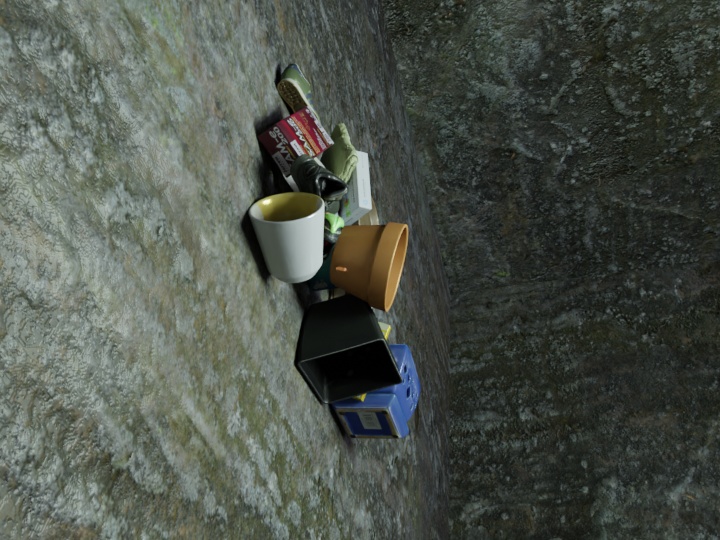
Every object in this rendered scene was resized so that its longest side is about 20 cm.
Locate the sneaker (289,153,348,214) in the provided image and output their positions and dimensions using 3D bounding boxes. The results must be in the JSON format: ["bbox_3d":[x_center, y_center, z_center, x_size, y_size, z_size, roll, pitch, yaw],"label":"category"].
[{"bbox_3d":[-0.073,-0.157,1.496,0.114,0.076,0.200,40,-12,29],"label":"sneaker"}]

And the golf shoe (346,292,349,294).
[{"bbox_3d":[0.000,0.000,1.718,0.097,0.078,0.200,-66,148,-76],"label":"golf shoe"}]

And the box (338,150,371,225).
[{"bbox_3d":[-0.043,-0.189,1.784,0.041,0.200,0.156,9,67,-31],"label":"box"}]

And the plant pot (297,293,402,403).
[{"bbox_3d":[-0.030,0.168,1.638,0.200,0.200,0.178,66,11,-49],"label":"plant pot"}]

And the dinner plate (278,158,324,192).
[{"bbox_3d":[-0.117,-0.224,1.624,0.200,0.024,0.200,38,32,-29],"label":"dinner plate"}]

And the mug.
[{"bbox_3d":[-0.131,-0.069,1.428,0.187,0.149,0.153,-45,137,-49],"label":"mug"}]

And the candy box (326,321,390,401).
[{"bbox_3d":[-0.006,0.214,1.729,0.026,0.102,0.200,60,49,-62],"label":"candy box"}]

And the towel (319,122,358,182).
[{"bbox_3d":[-0.065,-0.255,1.756,0.200,0.036,0.149,-62,-145,40],"label":"towel"}]

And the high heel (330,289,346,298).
[{"bbox_3d":[-0.057,0.054,1.814,0.200,0.071,0.143,-21,103,-85],"label":"high heel"}]

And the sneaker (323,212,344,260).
[{"bbox_3d":[-0.104,-0.058,1.546,0.200,0.077,0.084,-45,-154,57],"label":"sneaker"}]

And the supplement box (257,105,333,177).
[{"bbox_3d":[-0.141,-0.291,1.563,0.109,0.061,0.200,54,27,-11],"label":"supplement box"}]

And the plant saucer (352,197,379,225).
[{"bbox_3d":[0.015,-0.129,1.967,0.200,0.029,0.201,-7,90,-73],"label":"plant saucer"}]

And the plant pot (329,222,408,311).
[{"bbox_3d":[0.016,-0.019,1.576,0.200,0.140,0.201,12,90,-80],"label":"plant pot"}]

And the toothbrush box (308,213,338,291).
[{"bbox_3d":[-0.095,-0.073,1.697,0.147,0.085,0.200,-77,155,-56],"label":"toothbrush box"}]

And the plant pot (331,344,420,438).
[{"bbox_3d":[0.035,0.319,1.800,0.180,0.200,0.200,-76,155,-43],"label":"plant pot"}]

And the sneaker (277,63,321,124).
[{"bbox_3d":[-0.140,-0.422,1.725,0.200,0.067,0.090,59,32,-51],"label":"sneaker"}]
